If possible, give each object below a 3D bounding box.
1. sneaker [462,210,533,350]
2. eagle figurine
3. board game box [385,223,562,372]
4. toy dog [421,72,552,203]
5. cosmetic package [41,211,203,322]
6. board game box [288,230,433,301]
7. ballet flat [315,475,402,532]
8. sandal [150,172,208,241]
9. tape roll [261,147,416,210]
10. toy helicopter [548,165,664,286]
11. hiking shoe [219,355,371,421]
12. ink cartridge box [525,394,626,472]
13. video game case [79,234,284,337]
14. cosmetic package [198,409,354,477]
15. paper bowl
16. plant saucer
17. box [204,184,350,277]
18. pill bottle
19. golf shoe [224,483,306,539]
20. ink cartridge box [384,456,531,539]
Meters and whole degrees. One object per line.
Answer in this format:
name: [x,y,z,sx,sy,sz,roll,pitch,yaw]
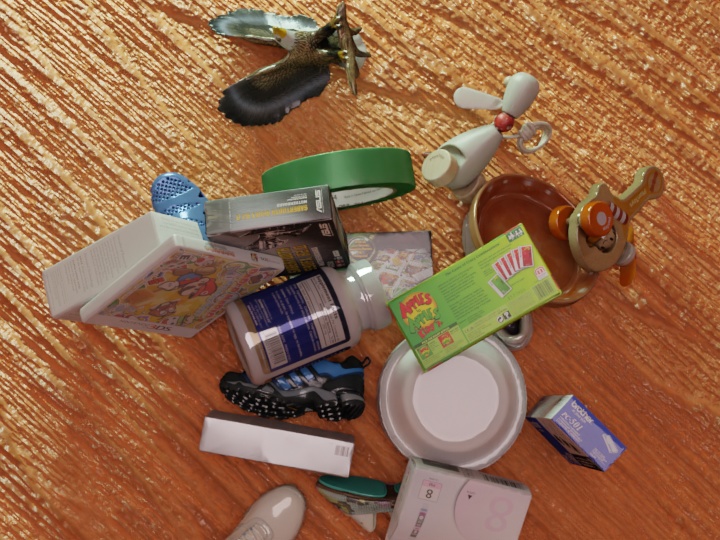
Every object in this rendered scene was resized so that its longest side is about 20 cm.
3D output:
sneaker: [0.190,0.008,1.636,0.075,0.100,0.201,-19,84,6]
eagle figurine: [-0.098,-0.297,1.662,0.199,0.151,0.152,-12,39,26]
board game box: [0.144,0.036,1.538,0.199,0.048,0.102,-31,82,8]
toy dog: [0.155,-0.187,1.661,0.200,0.132,0.096,-39,48,-9]
cosmetic package: [-0.305,0.000,1.579,0.199,0.102,0.074,-27,71,24]
board game box: [0.000,0.000,1.671,0.199,0.023,0.105,-1,85,-2]
ballet flat: [0.039,0.313,1.626,0.199,0.069,0.072,0,104,-2]
sandal: [-0.223,-0.044,1.639,0.079,0.087,0.201,-29,84,-2]
tape roll: [-0.029,-0.115,1.593,0.199,0.200,0.048,-10,86,-2]
toy helicopter: [0.356,-0.069,1.650,0.200,0.079,0.133,-41,109,-29]
hiking shoe: [-0.089,0.151,1.641,0.199,0.075,0.087,6,58,2]
ink cartridge box: [0.274,0.208,1.569,0.094,0.200,0.044,45,85,3]
video game case: [-0.226,0.025,1.547,0.200,0.182,0.023,-35,60,33]
cosmetic package: [-0.109,0.230,1.616,0.199,0.083,0.051,10,92,0]
paper bowl: [0.123,0.170,1.619,0.199,0.104,0.202,0,83,-3]
plant saucer: [0.231,-0.038,1.633,0.199,0.032,0.201,14,55,-22]
box: [-0.102,-0.044,1.562,0.157,0.200,0.049,-8,72,3]
pill bottle: [-0.067,0.063,1.590,0.199,0.116,0.116,-21,85,-12]
golf shoe: [-0.146,0.365,1.596,0.078,0.097,0.200,42,83,4]
ink cartridge box: [0.117,0.356,1.587,0.162,0.057,0.201,14,97,-10]
